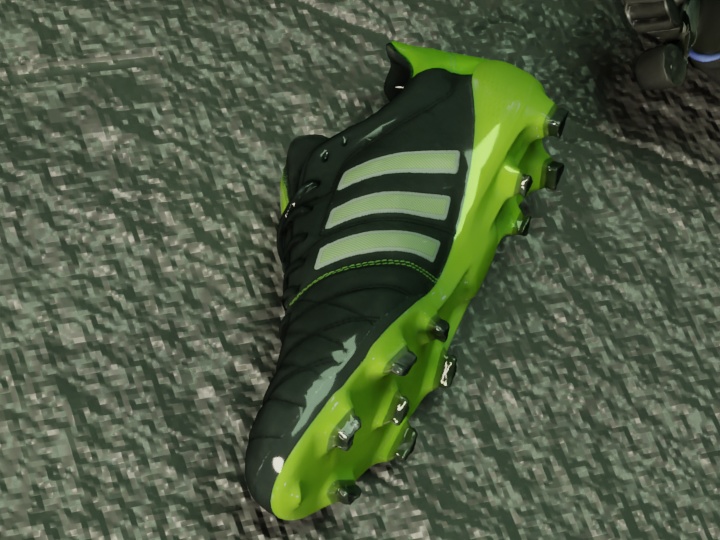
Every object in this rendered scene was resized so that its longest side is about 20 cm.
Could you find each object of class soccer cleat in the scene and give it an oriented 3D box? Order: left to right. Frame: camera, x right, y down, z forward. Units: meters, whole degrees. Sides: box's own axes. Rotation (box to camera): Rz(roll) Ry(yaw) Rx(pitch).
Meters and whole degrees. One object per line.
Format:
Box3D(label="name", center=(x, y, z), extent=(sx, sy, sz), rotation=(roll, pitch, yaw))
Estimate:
Box3D(label="soccer cleat", center=(0.000, 0.000, 0.782), extent=(0.081, 0.068, 0.200), rotation=(20, 51, 16))

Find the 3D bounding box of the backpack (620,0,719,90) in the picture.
Box3D(label="backpack", center=(0.211, -0.146, 0.874), extent=(0.154, 0.200, 0.191), rotation=(39, 39, -31))
